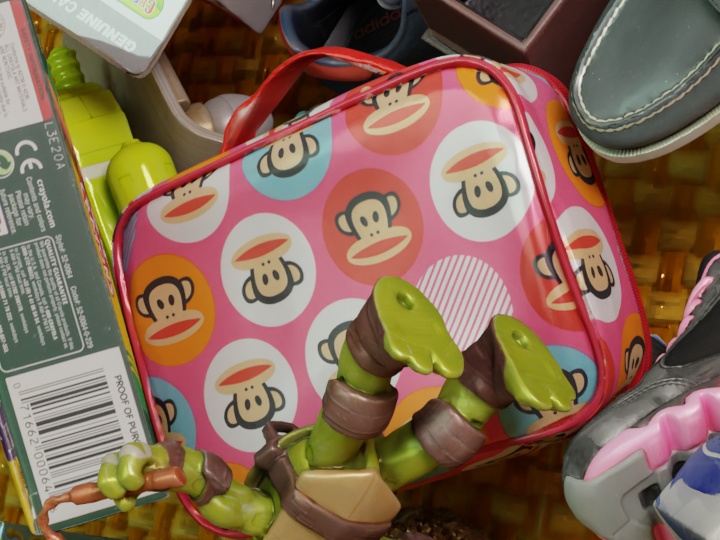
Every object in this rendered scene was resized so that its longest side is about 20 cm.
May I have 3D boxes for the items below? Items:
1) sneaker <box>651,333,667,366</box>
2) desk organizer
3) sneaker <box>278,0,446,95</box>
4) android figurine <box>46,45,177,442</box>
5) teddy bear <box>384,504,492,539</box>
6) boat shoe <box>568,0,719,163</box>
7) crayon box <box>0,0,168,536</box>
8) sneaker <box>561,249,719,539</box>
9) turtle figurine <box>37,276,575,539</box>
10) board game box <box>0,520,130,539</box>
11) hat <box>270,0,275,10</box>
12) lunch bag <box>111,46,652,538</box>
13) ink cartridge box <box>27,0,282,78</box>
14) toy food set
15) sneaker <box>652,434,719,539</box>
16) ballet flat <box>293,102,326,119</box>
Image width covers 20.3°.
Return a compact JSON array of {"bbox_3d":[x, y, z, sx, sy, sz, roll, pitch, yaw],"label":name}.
[{"bbox_3d":[0.038,0.041,0.858,0.200,0.075,0.087,15,93,25],"label":"sneaker"},{"bbox_3d":[0.105,-0.169,0.829,0.072,0.077,0.200,36,86,19],"label":"desk organizer"},{"bbox_3d":[0.046,-0.147,0.907,0.200,0.085,0.075,-41,56,23],"label":"sneaker"},{"bbox_3d":[-0.119,-0.007,0.959,0.200,0.041,0.182,70,157,11],"label":"android figurine"},{"bbox_3d":[-0.001,0.197,0.861,0.145,0.067,0.200,45,107,35],"label":"teddy bear"},{"bbox_3d":[0.134,-0.124,0.700,0.200,0.062,0.073,-49,54,17],"label":"boat shoe"},{"bbox_3d":[-0.135,-0.006,0.826,0.058,0.173,0.200,-16,95,-7],"label":"crayon box"},{"bbox_3d":[0.145,0.031,0.741,0.095,0.200,0.079,39,147,44],"label":"sneaker"},{"bbox_3d":[0.002,0.079,0.716,0.161,0.200,0.064,-50,25,28],"label":"turtle figurine"},{"bbox_3d":[-0.184,0.223,0.974,0.103,0.105,0.200,-2,77,37],"label":"board game box"},{"bbox_3d":[0.064,-0.213,0.835,0.166,0.200,0.176,-103,20,-59],"label":"hat"},{"bbox_3d":[0.000,0.000,0.791,0.200,0.082,0.176,-20,84,26],"label":"lunch bag"},{"bbox_3d":[-0.112,-0.200,0.916,0.200,0.084,0.176,35,95,17],"label":"ink cartridge box"},{"bbox_3d":[-0.096,-0.083,0.993,0.144,0.060,0.200,104,146,-49],"label":"toy food set"},{"bbox_3d":[0.203,0.100,0.678,0.115,0.199,0.081,-52,14,-1],"label":"sneaker"},{"bbox_3d":[-0.012,0.020,0.929,0.072,0.068,0.200,9,79,22],"label":"ballet flat"}]
